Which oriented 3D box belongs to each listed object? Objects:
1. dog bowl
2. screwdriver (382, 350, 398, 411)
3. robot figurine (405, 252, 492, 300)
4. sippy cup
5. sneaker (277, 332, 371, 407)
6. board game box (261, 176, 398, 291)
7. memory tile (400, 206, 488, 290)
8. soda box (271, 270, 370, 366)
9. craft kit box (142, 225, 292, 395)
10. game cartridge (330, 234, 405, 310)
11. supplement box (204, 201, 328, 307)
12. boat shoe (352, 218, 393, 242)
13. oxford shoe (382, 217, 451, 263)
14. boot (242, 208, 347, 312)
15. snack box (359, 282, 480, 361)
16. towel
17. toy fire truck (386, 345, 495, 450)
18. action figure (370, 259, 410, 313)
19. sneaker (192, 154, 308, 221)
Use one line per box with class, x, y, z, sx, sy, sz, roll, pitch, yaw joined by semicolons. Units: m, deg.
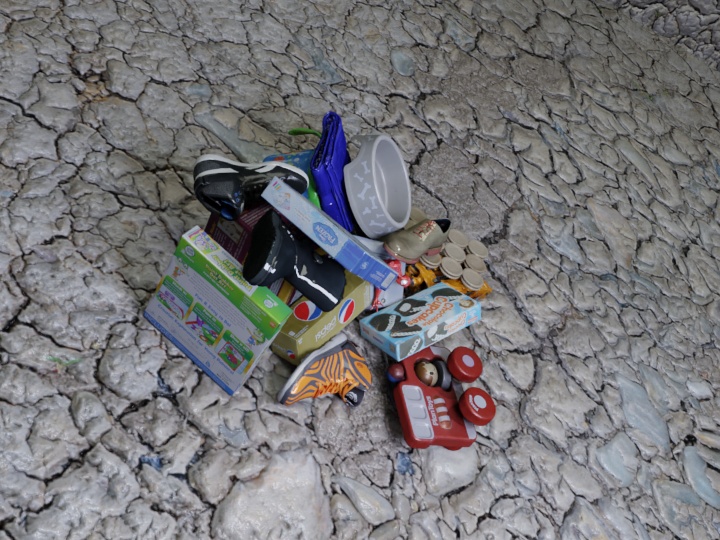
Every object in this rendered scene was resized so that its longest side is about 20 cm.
dog bowl;0.038;-0.164;1.670;0.200;0.058;0.204;37;49;-57
screwdriver;0.050;0.165;1.597;0.029;0.028;0.202;41;27;-44
robot figurine;0.170;0.021;1.780;0.197;0.058;0.146;-5;56;-38
sippy cup;-0.122;-0.169;1.680;0.128;0.141;0.180;2;50;15
sneaker;-0.046;0.187;1.467;0.112;0.078;0.199;44;42;9
board game box;-0.046;-0.055;1.429;0.198;0.044;0.200;41;3;20
memory tile;0.167;-0.045;1.784;0.198;0.017;0.154;28;38;-8
soda box;-0.067;0.074;1.520;0.067;0.065;0.199;24;46;30
craft kit box;-0.226;0.066;1.362;0.199;0.198;0.049;41;42;4
game cartridge;-0.011;0.003;1.649;0.197;0.040;0.136;13;68;-20
supplement box;-0.170;-0.032;1.525;0.199;0.132;0.103;40;40;12
boat shoe;0.030;-0.049;1.743;0.071;0.067;0.203;-11;76;-44
oxford shoe;0.108;-0.067;1.668;0.070;0.075;0.199;41;28;16
boot;-0.092;0.004;1.343;0.168;0.076;0.201;40;17;-19
snack box;0.110;0.090;1.608;0.198;0.038;0.116;-24;33;-29
towel;-0.040;-0.175;1.645;0.049;0.201;0.150;4;55;15
toy fire truck;0.129;0.216;1.533;0.165;0.112;0.202;10;48;-30
action figure;0.000;0.000;1.601;0.197;0.065;0.100;25;61;-14
sneaker;-0.181;-0.124;1.464;0.196;0.074;0.113;6;46;-15
